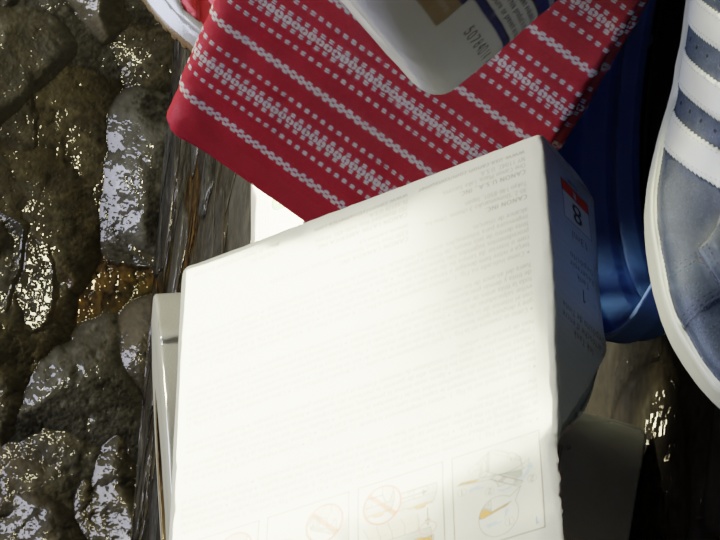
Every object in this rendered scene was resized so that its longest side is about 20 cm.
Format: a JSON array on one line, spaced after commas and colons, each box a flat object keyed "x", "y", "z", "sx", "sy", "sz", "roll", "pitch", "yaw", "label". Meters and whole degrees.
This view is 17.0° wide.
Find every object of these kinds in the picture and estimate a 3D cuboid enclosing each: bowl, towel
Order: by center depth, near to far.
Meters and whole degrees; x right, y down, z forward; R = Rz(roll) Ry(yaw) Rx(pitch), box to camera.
[{"x": 0.114, "y": -0.073, "z": 0.873, "sx": 0.201, "sy": 0.039, "sz": 0.202, "roll": -174, "pitch": 90, "yaw": -80, "label": "bowl"}, {"x": 0.013, "y": -0.080, "z": 0.905, "sx": 0.023, "sy": 0.144, "sz": 0.200, "roll": -52, "pitch": -5, "yaw": -43, "label": "towel"}]

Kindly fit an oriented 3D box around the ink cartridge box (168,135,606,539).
[{"x": 0.010, "y": 0.063, "z": 0.852, "sx": 0.050, "sy": 0.162, "sz": 0.201, "roll": 43, "pitch": -144, "yaw": -45, "label": "ink cartridge box"}]

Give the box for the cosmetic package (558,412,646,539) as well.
[{"x": 0.033, "y": 0.141, "z": 0.961, "sx": 0.081, "sy": 0.112, "sz": 0.201, "roll": -71, "pitch": -1, "yaw": -48, "label": "cosmetic package"}]

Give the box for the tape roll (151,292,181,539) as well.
[{"x": -0.032, "y": 0.108, "z": 1.215, "sx": 0.203, "sy": 0.138, "sz": 0.204, "roll": 176, "pitch": 90, "yaw": -84, "label": "tape roll"}]

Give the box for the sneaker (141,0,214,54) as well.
[{"x": 0.001, "y": -0.117, "z": 0.965, "sx": 0.071, "sy": 0.199, "sz": 0.113, "roll": -39, "pitch": -26, "yaw": -48, "label": "sneaker"}]

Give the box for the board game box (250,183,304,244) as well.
[{"x": 0.000, "y": 0.000, "z": 1.091, "sx": 0.034, "sy": 0.126, "sz": 0.201, "roll": -20, "pitch": 58, "yaw": 31, "label": "board game box"}]

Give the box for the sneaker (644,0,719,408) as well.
[{"x": 0.126, "y": -0.056, "z": 0.693, "sx": 0.085, "sy": 0.075, "sz": 0.201, "roll": 109, "pitch": 164, "yaw": -68, "label": "sneaker"}]

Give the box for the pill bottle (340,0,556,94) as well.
[{"x": 0.063, "y": -0.159, "z": 0.770, "sx": 0.200, "sy": 0.111, "sz": 0.111, "roll": -41, "pitch": 16, "yaw": 2, "label": "pill bottle"}]
